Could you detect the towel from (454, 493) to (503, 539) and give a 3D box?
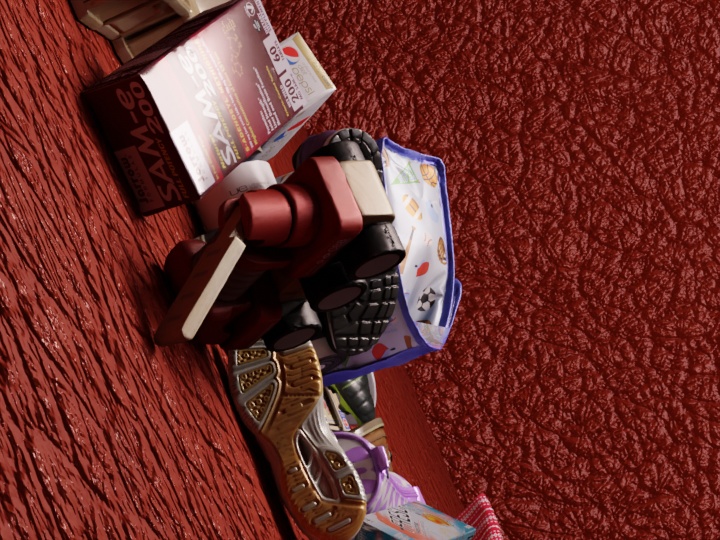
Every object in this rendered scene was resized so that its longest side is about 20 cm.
[{"bbox_3d":[0.085,0.306,1.654,0.022,0.145,0.200,43,9,-13],"label":"towel"}]

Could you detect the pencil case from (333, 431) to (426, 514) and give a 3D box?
[{"bbox_3d":[0.001,0.198,1.495,0.084,0.085,0.200,62,1,19],"label":"pencil case"}]

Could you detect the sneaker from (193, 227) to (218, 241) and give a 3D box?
[{"bbox_3d":[-0.060,0.044,1.414,0.075,0.106,0.200,31,36,-84],"label":"sneaker"}]

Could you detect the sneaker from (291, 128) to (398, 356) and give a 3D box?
[{"bbox_3d":[-0.021,-0.024,1.496,0.087,0.076,0.201,-1,-90,55],"label":"sneaker"}]

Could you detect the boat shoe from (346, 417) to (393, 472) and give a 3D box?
[{"bbox_3d":[0.005,0.194,1.678,0.200,0.072,0.068,45,21,-80],"label":"boat shoe"}]

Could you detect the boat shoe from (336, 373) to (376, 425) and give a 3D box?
[{"bbox_3d":[-0.038,0.084,1.883,0.200,0.070,0.066,59,3,13],"label":"boat shoe"}]

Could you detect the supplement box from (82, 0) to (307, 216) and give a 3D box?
[{"bbox_3d":[-0.125,-0.135,1.321,0.109,0.061,0.200,65,33,-17],"label":"supplement box"}]

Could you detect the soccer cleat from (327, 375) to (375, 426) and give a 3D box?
[{"bbox_3d":[-0.017,0.062,1.727,0.068,0.081,0.200,49,18,-78],"label":"soccer cleat"}]

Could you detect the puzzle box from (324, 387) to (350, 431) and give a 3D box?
[{"bbox_3d":[-0.057,0.108,1.710,0.200,0.025,0.133,42,25,-82],"label":"puzzle box"}]

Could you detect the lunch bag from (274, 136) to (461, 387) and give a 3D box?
[{"bbox_3d":[0.000,0.000,1.582,0.124,0.170,0.200,14,63,-48],"label":"lunch bag"}]

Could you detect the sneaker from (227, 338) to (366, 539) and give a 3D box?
[{"bbox_3d":[-0.057,0.130,1.333,0.088,0.075,0.200,102,-29,-69],"label":"sneaker"}]

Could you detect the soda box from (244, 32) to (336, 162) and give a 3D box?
[{"bbox_3d":[-0.095,-0.156,1.634,0.068,0.064,0.200,55,-25,1],"label":"soda box"}]

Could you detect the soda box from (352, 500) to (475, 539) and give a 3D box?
[{"bbox_3d":[0.037,0.245,1.427,0.063,0.069,0.200,24,3,16],"label":"soda box"}]

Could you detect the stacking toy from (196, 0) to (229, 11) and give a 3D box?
[{"bbox_3d":[-0.204,-0.306,1.735,0.146,0.146,0.200,65,-16,-18],"label":"stacking toy"}]

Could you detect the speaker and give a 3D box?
[{"bbox_3d":[-0.085,0.003,1.527,0.081,0.081,0.200,52,16,-76],"label":"speaker"}]

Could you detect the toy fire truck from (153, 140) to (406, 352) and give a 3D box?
[{"bbox_3d":[-0.087,0.003,1.197,0.200,0.176,0.129,-5,64,-41],"label":"toy fire truck"}]

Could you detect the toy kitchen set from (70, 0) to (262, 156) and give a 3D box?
[{"bbox_3d":[-0.132,-0.195,1.456,0.200,0.163,0.181,11,55,-85],"label":"toy kitchen set"}]
